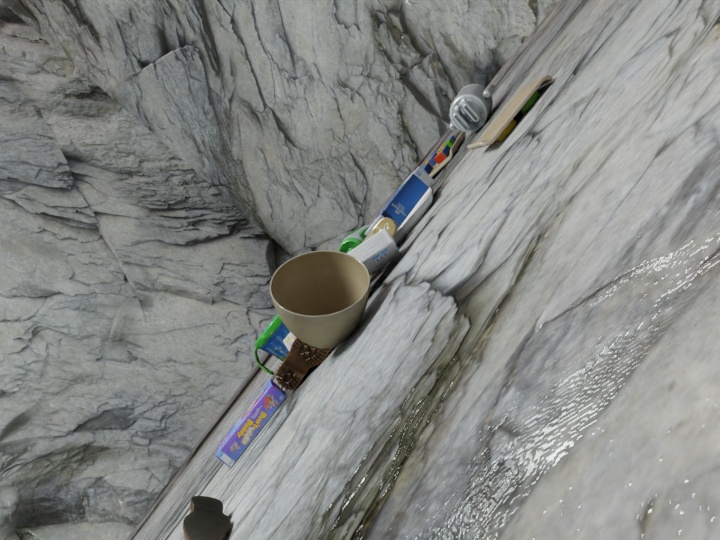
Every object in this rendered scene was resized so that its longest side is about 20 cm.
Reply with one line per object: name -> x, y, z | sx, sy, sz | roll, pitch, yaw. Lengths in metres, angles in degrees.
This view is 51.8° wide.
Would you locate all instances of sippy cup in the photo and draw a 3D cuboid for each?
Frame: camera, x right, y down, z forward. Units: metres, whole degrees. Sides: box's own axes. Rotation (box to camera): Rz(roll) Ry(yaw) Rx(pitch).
sippy cup -> -0.172, 0.170, 1.832 | 0.178, 0.130, 0.140 | -47, 5, 34

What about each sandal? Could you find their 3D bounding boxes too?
sandal -> 0.010, -0.038, 1.803 | 0.214, 0.077, 0.069 | -57, -22, 15

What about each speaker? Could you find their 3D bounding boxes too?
speaker -> 0.006, -0.066, 1.974 | 0.089, 0.088, 0.200 | -48, -3, 22

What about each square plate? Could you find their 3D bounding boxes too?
square plate -> 0.129, -0.135, 1.932 | 0.201, 0.028, 0.198 | -50, 4, 14

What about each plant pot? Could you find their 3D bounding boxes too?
plant pot -> -0.075, 0.074, 1.483 | 0.201, 0.197, 0.136 | -54, -30, -44

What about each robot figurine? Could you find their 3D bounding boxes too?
robot figurine -> 0.327, -0.480, 2.180 | 0.169, 0.113, 0.201 | -36, 12, 31

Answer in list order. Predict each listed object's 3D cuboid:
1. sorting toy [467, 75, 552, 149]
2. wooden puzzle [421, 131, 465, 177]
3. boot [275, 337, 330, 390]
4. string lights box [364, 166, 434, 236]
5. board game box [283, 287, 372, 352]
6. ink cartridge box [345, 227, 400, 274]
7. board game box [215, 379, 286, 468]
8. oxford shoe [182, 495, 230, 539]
sorting toy -> 0.321, -0.330, 1.595 | 0.200, 0.036, 0.185 | -46, 5, 5
wooden puzzle -> 0.249, -0.354, 2.383 | 0.200, 0.046, 0.186 | -48, 6, 38
boot -> -0.109, 0.168, 1.627 | 0.200, 0.075, 0.107 | -49, 0, 38
string lights box -> 0.098, -0.162, 1.904 | 0.201, 0.059, 0.103 | -53, 5, -17
board game box -> -0.076, 0.103, 1.692 | 0.133, 0.034, 0.200 | -15, -26, -50
ink cartridge box -> 0.000, 0.000, 1.702 | 0.198, 0.045, 0.176 | -34, -21, 1
board game box -> -0.255, 0.353, 1.730 | 0.201, 0.045, 0.134 | -52, 5, -7
oxford shoe -> -0.242, 0.411, 1.151 | 0.200, 0.070, 0.073 | 158, 124, -80
